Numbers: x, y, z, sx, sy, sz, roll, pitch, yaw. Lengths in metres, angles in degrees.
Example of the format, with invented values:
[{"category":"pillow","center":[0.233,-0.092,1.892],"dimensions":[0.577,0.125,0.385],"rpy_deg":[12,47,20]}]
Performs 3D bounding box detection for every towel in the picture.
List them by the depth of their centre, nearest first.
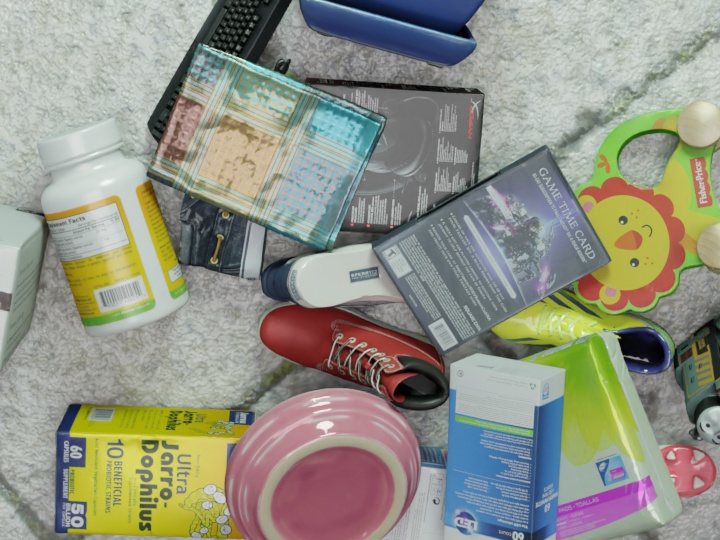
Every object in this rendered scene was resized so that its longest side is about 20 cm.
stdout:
[{"category":"towel","center":[-0.091,-0.119,1.595],"dimensions":[0.199,0.022,0.147],"rpy_deg":[22,98,-7]}]

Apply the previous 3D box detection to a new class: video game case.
[{"category":"video game case","center":[0.131,-0.018,1.633],"dimensions":[0.200,0.019,0.143],"rpy_deg":[-30,113,8]}]

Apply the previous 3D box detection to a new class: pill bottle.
[{"category":"pill bottle","center":[-0.253,-0.045,1.635],"dimensions":[0.111,0.111,0.201],"rpy_deg":[-17,100,1]}]

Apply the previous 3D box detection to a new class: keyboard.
[{"category":"keyboard","center":[-0.129,-0.195,1.627],"dimensions":[0.127,0.021,0.200],"rpy_deg":[35,99,27]}]

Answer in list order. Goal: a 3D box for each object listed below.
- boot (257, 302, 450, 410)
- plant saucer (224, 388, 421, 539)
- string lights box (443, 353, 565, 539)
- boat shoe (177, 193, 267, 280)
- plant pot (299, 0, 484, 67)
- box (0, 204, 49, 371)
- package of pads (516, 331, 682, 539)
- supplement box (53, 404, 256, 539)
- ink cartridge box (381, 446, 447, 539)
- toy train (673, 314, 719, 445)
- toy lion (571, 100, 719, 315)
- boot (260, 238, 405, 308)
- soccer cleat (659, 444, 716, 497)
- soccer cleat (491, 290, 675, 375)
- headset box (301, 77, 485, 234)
[{"category":"boot","center":[-0.008,0.087,1.653],"dimensions":[0.199,0.144,0.073],"rpy_deg":[14,101,-4]},{"category":"plant saucer","center":[-0.032,0.213,1.613],"dimensions":[0.200,0.051,0.201],"rpy_deg":[-7,120,-13]},{"category":"string lights box","center":[0.141,0.192,1.622],"dimensions":[0.102,0.059,0.201],"rpy_deg":[10,104,32]},{"category":"boat shoe","center":[-0.132,-0.093,1.652],"dimensions":[0.090,0.071,0.201],"rpy_deg":[9,99,-2]},{"category":"plant pot","center":[0.039,-0.304,1.561],"dimensions":[0.199,0.200,0.180],"rpy_deg":[15,105,-6]},{"category":"box","center":[-0.420,0.001,1.591],"dimensions":[0.198,0.200,0.131],"rpy_deg":[11,100,-4]},{"category":"package of pads","center":[0.215,0.176,1.649],"dimensions":[0.154,0.068,0.201],"rpy_deg":[-23,86,34]},{"category":"supplement box","center":[-0.209,0.206,1.683],"dimensions":[0.199,0.110,0.109],"rpy_deg":[2,100,-3]},{"category":"ink cartridge box","center":[0.013,0.252,1.718],"dimensions":[0.199,0.076,0.137],"rpy_deg":[7,100,-6]},{"category":"toy train","center":[0.375,0.105,1.653],"dimensions":[0.114,0.200,0.085],"rpy_deg":[-41,102,20]},{"category":"toy lion","center":[0.288,-0.058,1.669],"dimensions":[0.191,0.069,0.201],"rpy_deg":[-9,83,13]},{"category":"boot","center":[0.000,0.000,1.680],"dimensions":[0.199,0.090,0.073],"rpy_deg":[-3,93,-30]},{"category":"soccer cleat","center":[0.275,0.209,1.732],"dimensions":[0.199,0.076,0.067],"rpy_deg":[2,75,12]},{"category":"soccer cleat","center":[0.230,0.063,1.688],"dimensions":[0.199,0.084,0.065],"rpy_deg":[13,102,-5]},{"category":"headset box","center":[0.019,-0.114,1.651],"dimensions":[0.199,0.077,0.150],"rpy_deg":[3,100,-2]}]
